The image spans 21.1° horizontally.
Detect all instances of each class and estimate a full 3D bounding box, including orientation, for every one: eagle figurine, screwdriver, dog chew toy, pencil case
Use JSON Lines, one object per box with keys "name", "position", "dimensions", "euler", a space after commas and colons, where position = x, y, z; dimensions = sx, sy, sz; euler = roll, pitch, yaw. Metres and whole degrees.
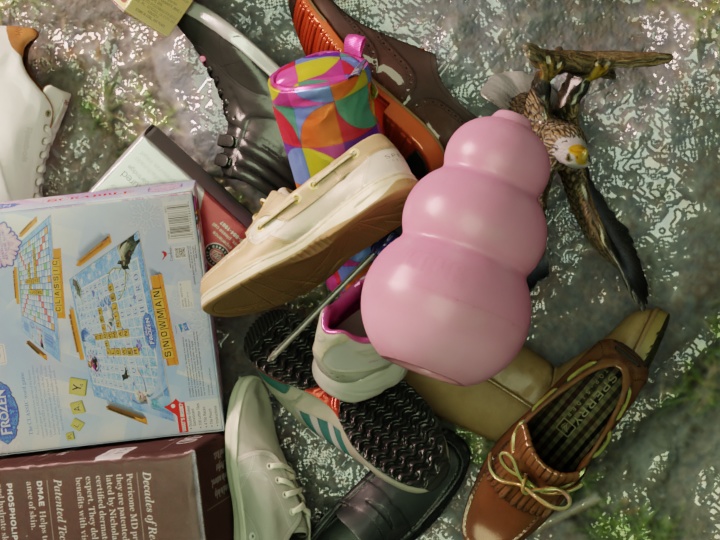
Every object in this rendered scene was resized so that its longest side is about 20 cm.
{"name": "eagle figurine", "position": [0.152, -0.074, 1.500], "dimensions": [0.152, 0.151, 0.200], "euler": [7, 98, 21]}
{"name": "screwdriver", "position": [0.000, 0.000, 1.504], "dimensions": [0.200, 0.029, 0.028], "euler": [-48, 63, 2]}
{"name": "dog chew toy", "position": [0.079, -0.020, 1.403], "dimensions": [0.125, 0.125, 0.200], "euler": [19, 84, 11]}
{"name": "pencil case", "position": [-0.009, -0.079, 1.530], "dimensions": [0.088, 0.088, 0.200], "euler": [-7, 116, 12]}

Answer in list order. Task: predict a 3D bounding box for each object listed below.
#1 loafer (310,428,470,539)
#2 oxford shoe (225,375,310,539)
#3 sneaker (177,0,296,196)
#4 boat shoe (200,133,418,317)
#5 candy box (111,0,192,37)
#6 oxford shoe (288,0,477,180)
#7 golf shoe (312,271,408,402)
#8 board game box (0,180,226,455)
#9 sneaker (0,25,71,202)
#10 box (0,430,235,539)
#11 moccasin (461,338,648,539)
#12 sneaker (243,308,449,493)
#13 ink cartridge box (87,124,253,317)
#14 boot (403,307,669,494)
{"name": "loafer", "position": [0.010, 0.207, 1.566], "dimensions": [0.201, 0.070, 0.068], "euler": [-43, 88, 9]}
{"name": "oxford shoe", "position": [-0.070, 0.180, 1.539], "dimensions": [0.058, 0.075, 0.200], "euler": [-13, 71, 21]}
{"name": "sneaker", "position": [-0.104, -0.135, 1.591], "dimensions": [0.200, 0.071, 0.099], "euler": [42, 93, 5]}
{"name": "boat shoe", "position": [-0.044, -0.034, 1.478], "dimensions": [0.200, 0.074, 0.069], "euler": [-31, 64, 18]}
{"name": "candy box", "position": [-0.143, -0.303, 1.580], "dimensions": [0.200, 0.055, 0.115], "euler": [-55, 43, 7]}
{"name": "oxford shoe", "position": [0.018, -0.163, 1.579], "dimensions": [0.073, 0.071, 0.200], "euler": [-36, 79, -19]}
{"name": "golf shoe", "position": [0.047, 0.021, 1.493], "dimensions": [0.200, 0.092, 0.075], "euler": [-37, 58, -16]}
{"name": "board game box", "position": [-0.216, 0.039, 1.529], "dimensions": [0.199, 0.041, 0.200], "euler": [-6, 103, -1]}
{"name": "sneaker", "position": [-0.279, -0.109, 1.628], "dimensions": [0.085, 0.073, 0.200], "euler": [-12, 96, -5]}
{"name": "box", "position": [-0.195, 0.220, 1.559], "dimensions": [0.200, 0.166, 0.164], "euler": [-7, 91, 12]}
{"name": "moccasin", "position": [0.145, 0.142, 1.482], "dimensions": [0.074, 0.078, 0.201], "euler": [45, 110, 6]}
{"name": "sneaker", "position": [-0.006, 0.111, 1.559], "dimensions": [0.200, 0.093, 0.070], "euler": [36, 78, 17]}
{"name": "ink cartridge box", "position": [-0.187, 0.004, 1.588], "dimensions": [0.146, 0.083, 0.200], "euler": [42, 98, -7]}
{"name": "boot", "position": [0.122, 0.061, 1.548], "dimensions": [0.200, 0.066, 0.175], "euler": [32, 96, 11]}
